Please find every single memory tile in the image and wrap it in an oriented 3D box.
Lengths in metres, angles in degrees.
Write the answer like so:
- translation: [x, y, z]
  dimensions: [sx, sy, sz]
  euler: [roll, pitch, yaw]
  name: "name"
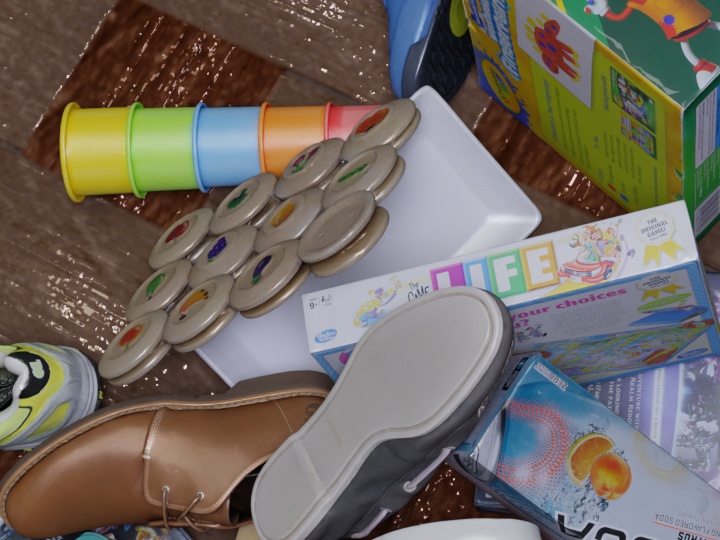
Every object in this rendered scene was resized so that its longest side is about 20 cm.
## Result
- translation: [-0.056, -0.017, 1.054]
  dimensions: [0.199, 0.017, 0.154]
  euler: [-27, 26, 30]
  name: "memory tile"

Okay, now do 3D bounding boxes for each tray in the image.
- translation: [0.000, 0.000, 1.100]
  dimensions: [0.200, 0.022, 0.107]
  euler: [-44, 105, -7]
  name: "tray"

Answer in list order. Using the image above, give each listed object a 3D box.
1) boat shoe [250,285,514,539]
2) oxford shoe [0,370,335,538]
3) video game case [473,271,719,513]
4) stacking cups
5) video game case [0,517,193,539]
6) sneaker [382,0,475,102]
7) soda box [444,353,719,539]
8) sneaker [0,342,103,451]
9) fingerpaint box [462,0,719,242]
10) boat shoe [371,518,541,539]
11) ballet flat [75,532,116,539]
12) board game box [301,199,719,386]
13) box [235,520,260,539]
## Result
- translation: [0.019, 0.074, 0.961]
  dimensions: [0.200, 0.057, 0.067]
  euler: [-46, 54, 34]
  name: "boat shoe"
- translation: [-0.100, 0.112, 1.039]
  dimensions: [0.199, 0.072, 0.072]
  euler: [-16, 44, 0]
  name: "oxford shoe"
- translation: [0.168, 0.069, 1.065]
  dimensions: [0.199, 0.019, 0.144]
  euler: [3, 71, 11]
  name: "video game case"
- translation: [-0.075, -0.077, 1.146]
  dimensions: [0.199, 0.061, 0.061]
  euler: [-4, 69, 5]
  name: "stacking cups"
- translation: [-0.165, 0.220, 1.071]
  dimensions: [0.200, 0.023, 0.182]
  euler: [-42, 69, -5]
  name: "video game case"
- translation: [0.037, -0.186, 1.162]
  dimensions: [0.078, 0.066, 0.201]
  euler: [4, 70, 24]
  name: "sneaker"
- translation: [0.138, 0.125, 0.979]
  dimensions: [0.200, 0.068, 0.064]
  euler: [36, 78, -9]
  name: "soda box"
- translation: [-0.250, 0.078, 1.103]
  dimensions: [0.199, 0.076, 0.076]
  euler: [-19, 69, 13]
  name: "sneaker"
- translation: [0.136, -0.118, 1.041]
  dimensions: [0.073, 0.200, 0.167]
  euler: [-44, 68, -8]
  name: "fingerpaint box"
- translation: [0.005, 0.180, 0.954]
  dimensions: [0.200, 0.070, 0.072]
  euler: [-23, 60, 24]
  name: "boat shoe"
- translation: [-0.120, 0.223, 1.005]
  dimensions: [0.071, 0.072, 0.200]
  euler: [-30, 39, -1]
  name: "ballet flat"
- translation: [0.084, 0.028, 1.011]
  dimensions: [0.199, 0.135, 0.034]
  euler: [-14, 65, 11]
  name: "board game box"
- translation: [-0.021, 0.240, 0.992]
  dimensions: [0.163, 0.021, 0.201]
  euler: [8, 73, 30]
  name: "box"
